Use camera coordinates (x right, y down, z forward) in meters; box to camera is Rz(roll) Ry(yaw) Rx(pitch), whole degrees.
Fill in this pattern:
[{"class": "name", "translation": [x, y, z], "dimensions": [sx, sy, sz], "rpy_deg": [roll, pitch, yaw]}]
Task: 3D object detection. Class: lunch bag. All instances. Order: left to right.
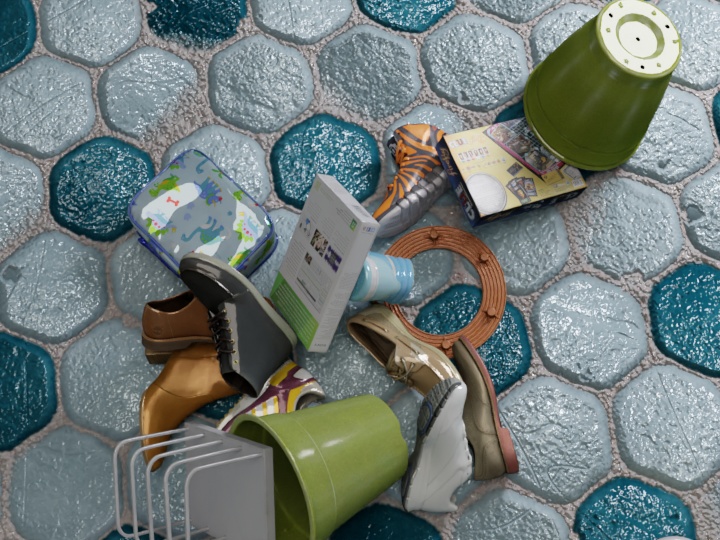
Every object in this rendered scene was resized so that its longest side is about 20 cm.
[{"class": "lunch bag", "translation": [-0.233, -0.064, 1.477], "dimensions": [0.200, 0.083, 0.161], "rpy_deg": [41, 77, 13]}]

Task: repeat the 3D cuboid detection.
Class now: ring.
[{"class": "ring", "translation": [0.115, 0.029, 1.472], "dimensions": [0.196, 0.019, 0.204], "rpy_deg": [0, 72, 1]}]

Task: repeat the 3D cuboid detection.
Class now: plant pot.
[{"class": "plant pot", "translation": [-0.043, 0.250, 1.314], "dimensions": [0.188, 0.200, 0.202], "rpy_deg": [-19, 70, -33]}, {"class": "plant pot", "translation": [0.360, -0.280, 1.450], "dimensions": [0.196, 0.193, 0.204], "rpy_deg": [5, 67, -12]}]

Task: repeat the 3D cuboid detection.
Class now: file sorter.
[{"class": "file sorter", "translation": [-0.211, 0.284, 1.262], "dimensions": [0.123, 0.198, 0.142], "rpy_deg": [-6, 96, -39]}]

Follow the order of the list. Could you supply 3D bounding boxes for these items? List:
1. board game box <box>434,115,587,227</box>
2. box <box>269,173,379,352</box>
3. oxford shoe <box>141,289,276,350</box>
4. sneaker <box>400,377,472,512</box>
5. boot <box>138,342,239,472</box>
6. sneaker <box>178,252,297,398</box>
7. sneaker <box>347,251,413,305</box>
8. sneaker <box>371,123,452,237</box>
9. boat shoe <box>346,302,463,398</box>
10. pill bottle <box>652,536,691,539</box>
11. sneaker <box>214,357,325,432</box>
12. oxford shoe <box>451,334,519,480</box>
[{"class": "board game box", "translation": [0.222, -0.151, 1.482], "dimensions": [0.197, 0.035, 0.137], "rpy_deg": [-15, 72, -26]}, {"class": "box", "translation": [-0.054, -0.011, 1.386], "dimensions": [0.145, 0.036, 0.203], "rpy_deg": [48, 121, 48]}, {"class": "oxford shoe", "translation": [-0.208, 0.058, 1.408], "dimensions": [0.197, 0.073, 0.071], "rpy_deg": [-10, 27, -28]}, {"class": "sneaker", "translation": [0.113, 0.236, 1.353], "dimensions": [0.085, 0.075, 0.203], "rpy_deg": [11, 112, -7]}, {"class": "boot", "translation": [-0.231, 0.175, 1.407], "dimensions": [0.141, 0.071, 0.205], "rpy_deg": [-2, 68, 1]}, {"class": "sneaker", "translation": [-0.179, 0.072, 1.346], "dimensions": [0.200, 0.074, 0.107], "rpy_deg": [43, 54, -14]}, {"class": "sneaker", "translation": [0.000, 0.000, 1.448], "dimensions": [0.129, 0.199, 0.081], "rpy_deg": [8, 106, -36]}, {"class": "sneaker", "translation": [0.064, -0.140, 1.505], "dimensions": [0.199, 0.078, 0.112], "rpy_deg": [-40, 71, -22]}, {"class": "boat shoe", "translation": [0.061, 0.129, 1.400], "dimensions": [0.199, 0.072, 0.064], "rpy_deg": [40, 40, 25]}, {"class": "pill bottle", "translation": [0.381, 0.390, 1.255], "dimensions": [0.107, 0.200, 0.111], "rpy_deg": [0, 72, 1]}, {"class": "sneaker", "translation": [-0.134, 0.218, 1.389], "dimensions": [0.090, 0.075, 0.201], "rpy_deg": [35, 77, 18]}, {"class": "oxford shoe", "translation": [0.155, 0.190, 1.395], "dimensions": [0.074, 0.071, 0.203], "rpy_deg": [-18, 72, 1]}]
